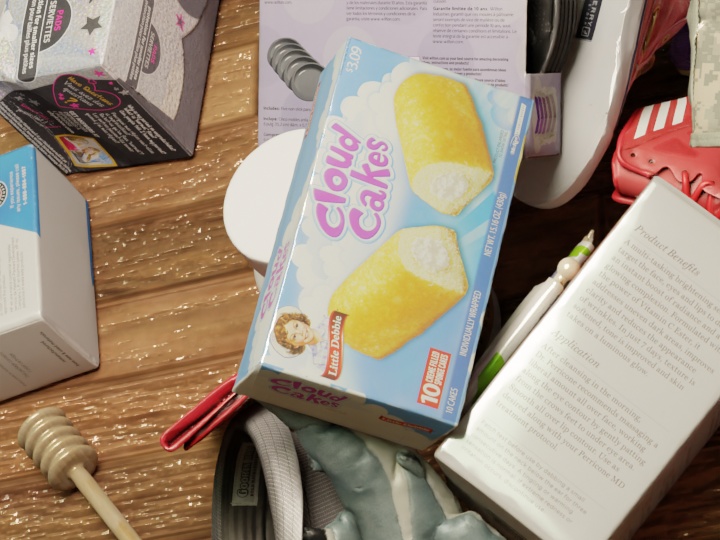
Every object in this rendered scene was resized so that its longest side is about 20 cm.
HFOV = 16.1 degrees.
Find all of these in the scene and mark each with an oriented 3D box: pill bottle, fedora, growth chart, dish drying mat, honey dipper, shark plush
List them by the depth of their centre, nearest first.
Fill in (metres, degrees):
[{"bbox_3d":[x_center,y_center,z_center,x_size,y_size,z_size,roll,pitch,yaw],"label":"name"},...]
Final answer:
[{"bbox_3d":[0.006,0.133,1.422,0.083,0.200,0.091,-43,25,-16],"label":"shark plush"},{"bbox_3d":[0.095,0.035,1.501,0.018,0.200,0.145,38,94,5],"label":"growth chart"},{"bbox_3d":[-0.029,0.177,1.509,0.090,0.177,0.200,0,73,-17],"label":"fedora"},{"bbox_3d":[0.000,0.000,1.547,0.114,0.200,0.114,-12,59,21],"label":"pill bottle"},{"bbox_3d":[-0.078,0.078,1.564,0.077,0.200,0.018,-42,88,4],"label":"dish drying mat"},{"bbox_3d":[-0.157,0.164,1.641,0.038,0.038,0.200,-42,56,-1],"label":"honey dipper"}]

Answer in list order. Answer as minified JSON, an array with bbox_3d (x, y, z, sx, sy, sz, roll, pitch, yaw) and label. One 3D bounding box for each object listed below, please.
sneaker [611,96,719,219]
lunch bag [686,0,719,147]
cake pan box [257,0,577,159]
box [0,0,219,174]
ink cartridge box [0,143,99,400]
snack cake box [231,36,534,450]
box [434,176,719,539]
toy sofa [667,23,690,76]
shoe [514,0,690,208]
[{"bbox_3d":[0.213,-0.030,1.509,0.115,0.078,0.200,-9,40,-11],"label":"sneaker"},{"bbox_3d":[0.283,-0.146,1.446,0.200,0.118,0.164,3,96,7],"label":"lunch bag"},{"bbox_3d":[0.031,-0.160,1.527,0.200,0.052,0.184,2,97,31],"label":"cake pan box"},{"bbox_3d":[-0.179,-0.190,1.795,0.115,0.132,0.200,-7,60,26],"label":"box"},{"bbox_3d":[-0.290,0.020,1.759,0.200,0.086,0.147,-20,55,18],"label":"ink cartridge box"},{"bbox_3d":[0.014,-0.014,1.407,0.115,0.067,0.200,18,70,-11],"label":"snack cake box"},{"bbox_3d":[0.146,0.069,1.445,0.106,0.152,0.200,37,82,12],"label":"box"},{"bbox_3d":[0.279,-0.173,1.579,0.200,0.083,0.098,11,67,32],"label":"toy sofa"},{"bbox_3d":[0.152,-0.130,1.551,0.071,0.091,0.200,19,96,33],"label":"shoe"}]
